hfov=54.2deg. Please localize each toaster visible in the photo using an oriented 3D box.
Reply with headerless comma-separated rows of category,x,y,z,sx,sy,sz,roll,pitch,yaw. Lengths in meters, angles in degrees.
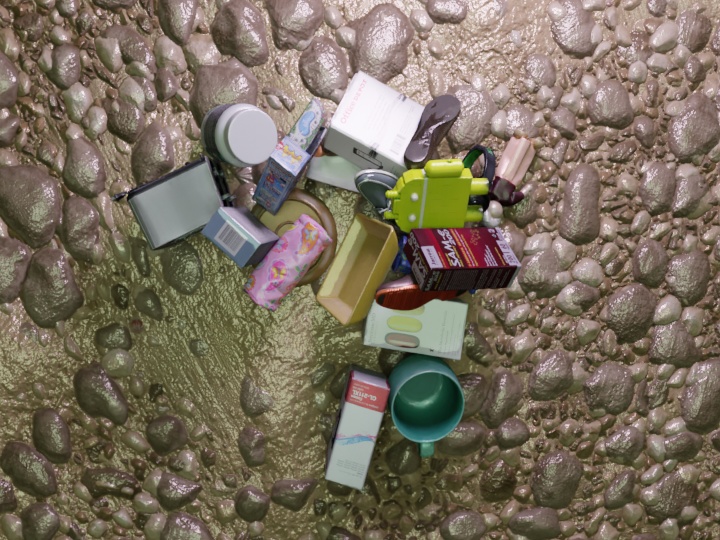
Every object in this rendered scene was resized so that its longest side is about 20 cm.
toaster,-0.344,-0.128,1.351,0.196,0.181,0.121,-25,94,-1

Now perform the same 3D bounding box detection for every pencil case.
pencil case,0.160,-0.011,1.422,0.194,0.087,0.080,16,117,-2
pencil case,-0.144,-0.012,1.389,0.087,0.087,0.201,39,92,-3

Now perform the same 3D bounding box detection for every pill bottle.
pill bottle,-0.230,-0.256,1.328,0.110,0.199,0.117,-5,103,-24

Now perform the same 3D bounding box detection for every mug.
mug,0.118,0.260,1.414,0.149,0.115,0.188,27,104,-14

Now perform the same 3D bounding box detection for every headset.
headset,0.223,-0.145,1.408,0.092,0.124,0.205,18,105,-20

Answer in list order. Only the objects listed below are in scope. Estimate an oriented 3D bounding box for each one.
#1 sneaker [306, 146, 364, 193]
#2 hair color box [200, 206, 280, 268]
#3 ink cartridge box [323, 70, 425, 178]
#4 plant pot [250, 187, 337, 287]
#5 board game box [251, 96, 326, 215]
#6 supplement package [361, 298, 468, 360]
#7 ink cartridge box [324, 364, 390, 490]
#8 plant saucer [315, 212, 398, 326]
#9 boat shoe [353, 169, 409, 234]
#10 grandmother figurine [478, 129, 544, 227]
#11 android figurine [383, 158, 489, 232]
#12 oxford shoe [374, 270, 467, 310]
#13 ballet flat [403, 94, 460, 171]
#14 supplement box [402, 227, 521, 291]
sneaker,-0.008,-0.201,1.412,0.194,0.073,0.087,16,95,-1
hair color box,-0.220,-0.065,1.322,0.099,0.200,0.061,41,97,-1
ink cartridge box,0.045,-0.272,1.382,0.196,0.085,0.149,28,66,-2
plant pot,-0.143,-0.067,1.438,0.193,0.027,0.207,0,93,-3
board game box,-0.125,-0.217,1.329,0.061,0.200,0.203,34,81,-7
supplement package,0.105,0.102,1.413,0.193,0.110,0.118,8,92,-2
ink cartridge box,-0.009,0.308,1.401,0.080,0.146,0.206,16,92,-3
plant saucer,0.000,0.000,1.374,0.048,0.199,0.204,24,93,-24
boat shoe,0.067,-0.126,1.364,0.072,0.063,0.198,-32,133,33
grandmother figurine,0.294,-0.182,1.432,0.119,0.061,0.205,24,89,4
android figurine,0.139,-0.128,1.313,0.193,0.042,0.186,-2,131,-9
oxford shoe,0.111,0.023,1.338,0.194,0.072,0.074,-9,56,-22
ballet flat,0.135,-0.260,1.337,0.066,0.047,0.203,20,59,16
supplement box,0.189,-0.023,1.312,0.194,0.110,0.062,-3,136,-23
